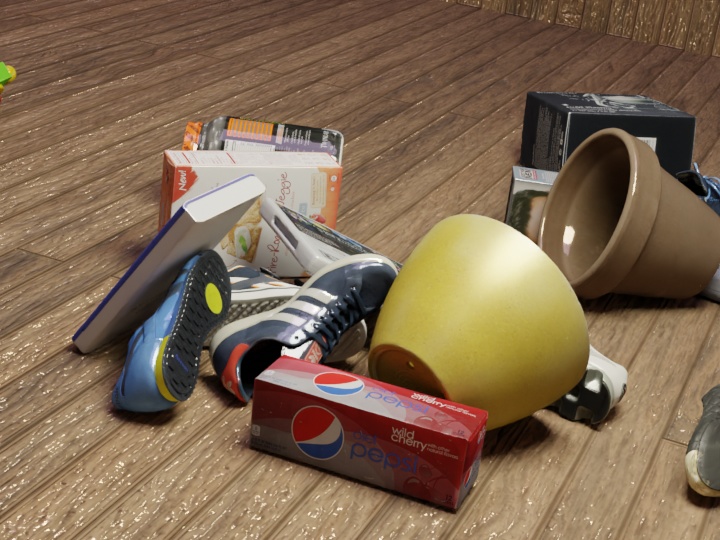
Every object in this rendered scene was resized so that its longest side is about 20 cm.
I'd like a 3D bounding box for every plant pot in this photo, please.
[{"bbox_3d":[0.089,0.072,1.281,0.199,0.202,0.142,23,47,35],"label":"plant pot"},{"bbox_3d":[0.334,-0.048,1.670,0.173,0.202,0.200,18,16,-22],"label":"plant pot"}]

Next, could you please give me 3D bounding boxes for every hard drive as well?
[{"bbox_3d":[-0.186,-0.007,1.355,0.025,0.200,0.132,47,30,5],"label":"hard drive"}]

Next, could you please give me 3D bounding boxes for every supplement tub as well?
[{"bbox_3d":[-0.124,-0.127,1.762,0.197,0.124,0.123,7,21,-2],"label":"supplement tub"}]

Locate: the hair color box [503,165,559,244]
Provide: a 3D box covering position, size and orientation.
[{"bbox_3d":[0.284,-0.065,1.783,0.197,0.100,0.061,8,22,1],"label":"hair color box"}]

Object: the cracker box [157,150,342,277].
[{"bbox_3d":[-0.127,-0.063,1.581,0.198,0.136,0.058,-1,23,-21],"label":"cracker box"}]

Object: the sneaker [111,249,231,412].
[{"bbox_3d":[-0.179,0.053,1.307,0.078,0.066,0.201,-16,33,26],"label":"sneaker"}]

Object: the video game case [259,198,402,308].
[{"bbox_3d":[0.000,0.000,1.492,0.199,0.024,0.182,26,11,-28],"label":"video game case"}]

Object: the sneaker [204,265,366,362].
[{"bbox_3d":[-0.090,0.039,1.414,0.197,0.079,0.080,8,25,1],"label":"sneaker"}]

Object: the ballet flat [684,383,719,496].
[{"bbox_3d":[0.336,0.163,1.312,0.067,0.057,0.200,54,31,0],"label":"ballet flat"}]

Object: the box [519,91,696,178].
[{"bbox_3d":[0.360,-0.187,2.059,0.197,0.126,0.197,1,14,-12],"label":"box"}]

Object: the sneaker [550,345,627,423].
[{"bbox_3d":[0.177,0.085,1.409,0.199,0.075,0.088,29,28,22],"label":"sneaker"}]

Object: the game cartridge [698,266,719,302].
[{"bbox_3d":[0.494,0.005,1.772,0.132,0.041,0.199,26,27,30],"label":"game cartridge"}]

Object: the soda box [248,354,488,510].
[{"bbox_3d":[0.006,0.137,1.209,0.198,0.071,0.063,15,21,17],"label":"soda box"}]

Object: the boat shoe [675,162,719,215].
[{"bbox_3d":[0.459,-0.103,1.921,0.084,0.069,0.199,25,26,36],"label":"boat shoe"}]

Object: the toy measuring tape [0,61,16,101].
[{"bbox_3d":[-0.579,-0.244,2.002,0.073,0.074,0.199,24,44,37],"label":"toy measuring tape"}]

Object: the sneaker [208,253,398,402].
[{"bbox_3d":[-0.044,0.061,1.316,0.199,0.075,0.085,-31,36,-2],"label":"sneaker"}]
